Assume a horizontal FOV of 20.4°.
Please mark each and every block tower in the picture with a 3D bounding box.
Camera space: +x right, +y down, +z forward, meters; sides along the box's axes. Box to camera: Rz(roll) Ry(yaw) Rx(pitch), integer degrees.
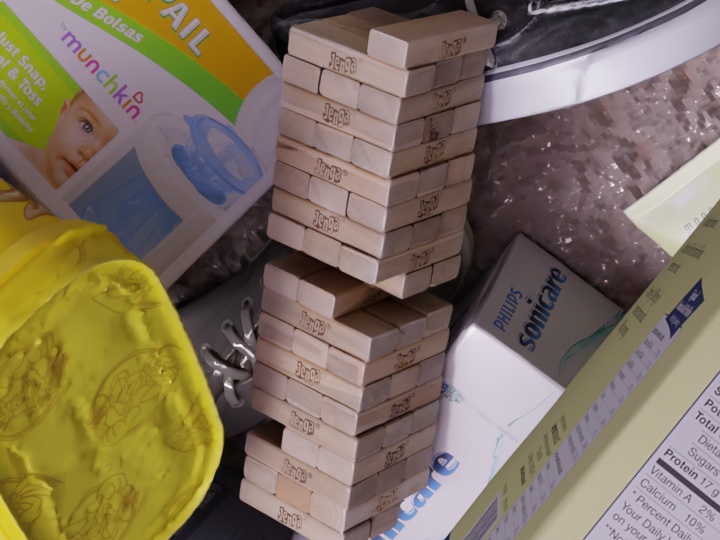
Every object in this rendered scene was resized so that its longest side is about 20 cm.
[{"bbox_3d":[0.000,0.000,0.737,0.058,0.054,0.200,24,118,31],"label":"block tower"}]

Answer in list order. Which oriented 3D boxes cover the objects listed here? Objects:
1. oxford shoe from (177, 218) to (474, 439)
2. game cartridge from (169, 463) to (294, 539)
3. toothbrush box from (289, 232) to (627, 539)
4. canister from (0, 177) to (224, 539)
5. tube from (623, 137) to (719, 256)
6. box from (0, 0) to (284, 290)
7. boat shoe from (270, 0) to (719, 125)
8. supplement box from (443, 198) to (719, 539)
[{"bbox_3d":[-0.037,0.028,0.847,0.200,0.058,0.075,-28,103,26],"label":"oxford shoe"},{"bbox_3d":[-0.094,0.111,0.827,0.133,0.200,0.041,19,100,7],"label":"game cartridge"},{"bbox_3d":[0.094,0.107,0.829,0.200,0.085,0.146,35,122,-2],"label":"toothbrush box"},{"bbox_3d":[-0.156,0.010,0.722,0.200,0.087,0.149,32,156,32],"label":"canister"},{"bbox_3d":[0.194,0.030,0.780,0.058,0.052,0.200,-42,95,-10],"label":"tube"},{"bbox_3d":[-0.127,-0.086,0.762,0.200,0.113,0.101,48,158,-10],"label":"box"},{"bbox_3d":[0.054,-0.097,0.743,0.199,0.074,0.068,-8,109,38],"label":"boat shoe"},{"bbox_3d":[0.126,0.073,0.601,0.134,0.200,0.200,39,95,1],"label":"supplement box"}]
